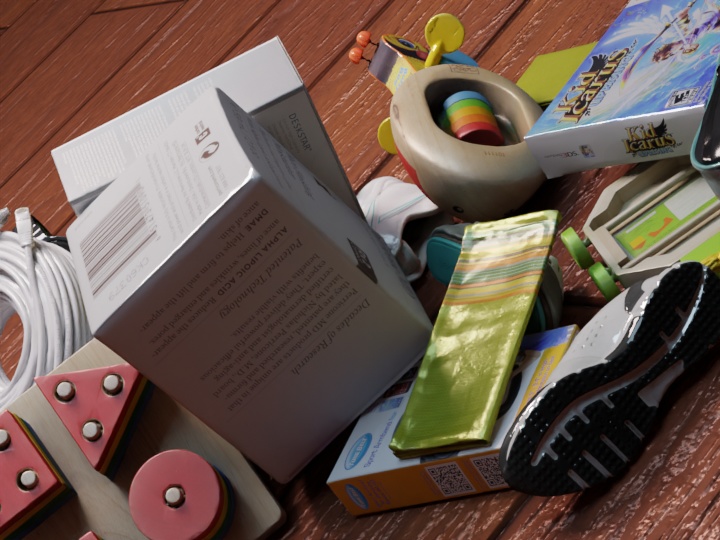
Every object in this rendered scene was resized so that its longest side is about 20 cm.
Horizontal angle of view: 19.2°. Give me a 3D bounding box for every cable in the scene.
[{"bbox_3d":[-0.315,0.067,1.900,0.200,0.069,0.201,-37,64,30],"label":"cable"}]

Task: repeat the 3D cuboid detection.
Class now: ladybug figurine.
[{"bbox_3d":[0.089,-0.103,1.748,0.135,0.072,0.201,4,33,-8],"label":"ladybug figurine"}]

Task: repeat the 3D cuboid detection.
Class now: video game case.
[{"bbox_3d":[0.244,-0.159,1.624,0.181,0.046,0.200,-9,34,49],"label":"video game case"}]

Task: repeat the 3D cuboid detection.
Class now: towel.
[{"bbox_3d":[0.208,-0.170,1.796,0.199,0.018,0.086,-9,33,47],"label":"towel"},{"bbox_3d":[0.081,0.041,1.481,0.086,0.018,0.201,-15,42,41],"label":"towel"}]

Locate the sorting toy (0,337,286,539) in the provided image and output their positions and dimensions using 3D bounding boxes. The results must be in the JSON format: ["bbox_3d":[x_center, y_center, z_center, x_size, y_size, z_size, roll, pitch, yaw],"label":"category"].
[{"bbox_3d":[-0.192,0.158,1.550,0.198,0.200,0.070,-37,-19,-2],"label":"sorting toy"}]

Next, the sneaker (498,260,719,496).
[{"bbox_3d":[0.160,0.077,1.400,0.200,0.074,0.080,-42,11,-23],"label":"sneaker"}]

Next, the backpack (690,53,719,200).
[{"bbox_3d":[0.312,-0.096,1.381,0.175,0.154,0.200,-21,19,35],"label":"backpack"}]

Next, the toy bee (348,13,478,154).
[{"bbox_3d":[0.044,-0.169,1.910,0.200,0.108,0.132,-153,80,-70],"label":"toy bee"}]

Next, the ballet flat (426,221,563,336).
[{"bbox_3d":[0.115,0.002,1.584,0.063,0.068,0.200,-12,20,-21],"label":"ballet flat"}]

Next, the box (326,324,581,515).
[{"bbox_3d":[0.062,0.107,1.491,0.199,0.042,0.119,-14,33,37],"label":"box"}]

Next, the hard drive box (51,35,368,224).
[{"bbox_3d":[-0.115,-0.062,1.655,0.199,0.156,0.077,-26,41,-1],"label":"hard drive box"}]

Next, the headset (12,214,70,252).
[{"bbox_3d":[-0.273,0.032,1.977,0.094,0.124,0.200,-39,45,-3],"label":"headset"}]

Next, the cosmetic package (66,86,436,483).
[{"bbox_3d":[-0.082,0.010,1.551,0.165,0.200,0.165,-44,31,10],"label":"cosmetic package"}]

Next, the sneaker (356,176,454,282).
[{"bbox_3d":[0.000,0.000,1.726,0.080,0.071,0.201,12,54,44],"label":"sneaker"}]

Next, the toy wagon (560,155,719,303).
[{"bbox_3d":[0.231,-0.033,1.516,0.155,0.040,0.200,-35,25,4],"label":"toy wagon"}]
